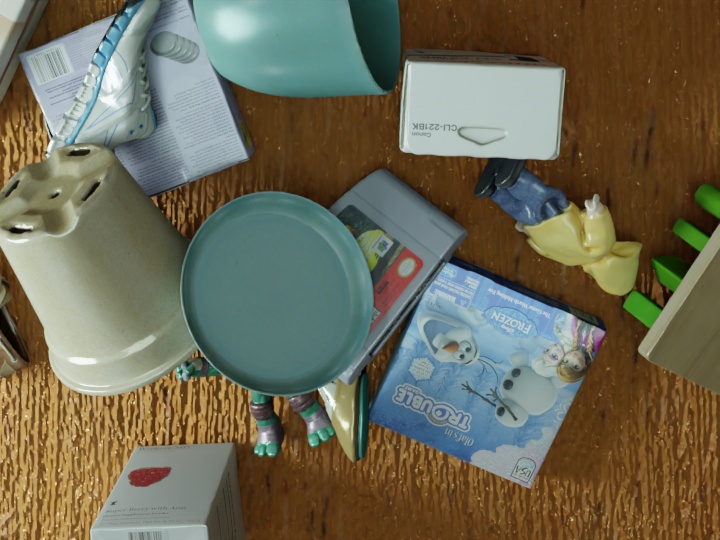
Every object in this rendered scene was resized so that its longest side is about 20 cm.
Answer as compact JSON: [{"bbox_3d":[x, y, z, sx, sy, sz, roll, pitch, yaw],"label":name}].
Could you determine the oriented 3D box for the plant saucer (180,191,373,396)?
[{"bbox_3d":[-0.082,0.024,1.126,0.198,0.027,0.202,6,76,-23],"label":"plant saucer"}]

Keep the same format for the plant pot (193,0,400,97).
[{"bbox_3d":[-0.063,-0.257,1.091,0.159,0.201,0.202,-6,104,17],"label":"plant pot"}]

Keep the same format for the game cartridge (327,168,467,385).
[{"bbox_3d":[0.000,0.000,1.190,0.133,0.041,0.201,37,88,20],"label":"game cartridge"}]

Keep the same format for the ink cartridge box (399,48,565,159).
[{"bbox_3d":[0.110,-0.163,1.098,0.143,0.200,0.085,3,105,1],"label":"ink cartridge box"}]

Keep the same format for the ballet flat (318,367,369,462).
[{"bbox_3d":[-0.016,0.102,1.230,0.062,0.069,0.202,5,83,9],"label":"ballet flat"}]

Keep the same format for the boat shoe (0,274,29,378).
[{"bbox_3d":[-0.411,0.025,1.237,0.071,0.076,0.202,-14,112,2],"label":"boat shoe"}]

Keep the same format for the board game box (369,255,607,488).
[{"bbox_3d":[0.134,0.108,1.248,0.199,0.043,0.200,22,105,-3],"label":"board game box"}]

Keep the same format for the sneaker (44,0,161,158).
[{"bbox_3d":[-0.230,-0.178,1.131,0.086,0.075,0.201,27,112,-11],"label":"sneaker"}]

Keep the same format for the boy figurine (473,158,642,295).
[{"bbox_3d":[0.216,-0.048,1.176,0.199,0.124,0.065,34,65,-15],"label":"boy figurine"}]

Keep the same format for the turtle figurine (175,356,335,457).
[{"bbox_3d":[-0.109,0.103,1.224,0.149,0.101,0.201,-7,122,37],"label":"turtle figurine"}]

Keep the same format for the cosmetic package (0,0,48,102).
[{"bbox_3d":[-0.392,-0.242,1.155,0.103,0.087,0.201,27,104,-6],"label":"cosmetic package"}]

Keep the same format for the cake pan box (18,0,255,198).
[{"bbox_3d":[-0.231,-0.169,1.188,0.198,0.052,0.186,-21,101,7],"label":"cake pan box"}]

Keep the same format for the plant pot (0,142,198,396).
[{"bbox_3d":[-0.257,-0.015,1.119,0.199,0.201,0.184,-20,131,7],"label":"plant pot"}]

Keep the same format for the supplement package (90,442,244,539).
[{"bbox_3d":[-0.199,0.278,1.222,0.120,0.200,0.121,-3,105,3],"label":"supplement package"}]

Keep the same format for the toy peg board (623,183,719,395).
[{"bbox_3d":[0.390,0.018,1.191,0.198,0.098,0.201,24,105,-29],"label":"toy peg board"}]
